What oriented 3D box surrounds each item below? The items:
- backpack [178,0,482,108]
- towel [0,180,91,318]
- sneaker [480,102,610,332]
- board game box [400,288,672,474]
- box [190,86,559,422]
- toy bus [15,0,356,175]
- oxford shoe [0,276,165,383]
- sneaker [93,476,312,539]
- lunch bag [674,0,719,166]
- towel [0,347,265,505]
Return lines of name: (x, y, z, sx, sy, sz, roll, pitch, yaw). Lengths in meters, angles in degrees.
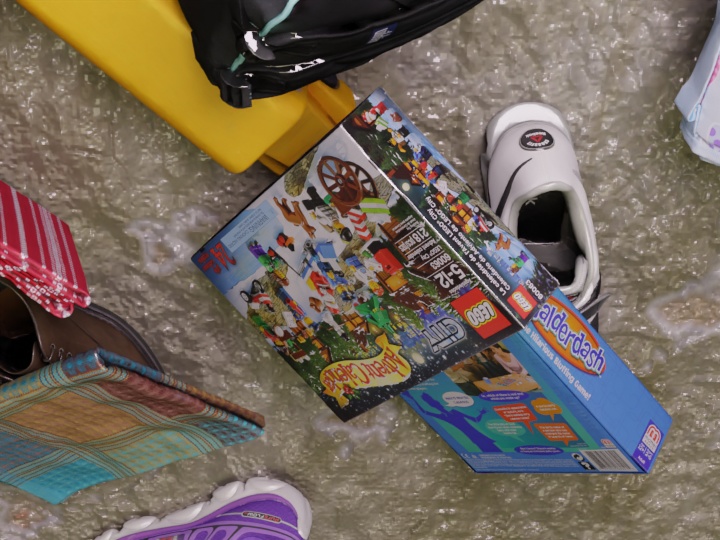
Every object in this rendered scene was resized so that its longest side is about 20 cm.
backpack: (0.008, -0.184, 0.718, 0.199, 0.176, 0.154, -20, 84, -15)
towel: (-0.239, -0.050, 0.818, 0.200, 0.145, 0.023, 34, 97, -24)
sneaker: (0.111, 0.006, 0.918, 0.074, 0.089, 0.201, -13, 127, 3)
board game box: (0.070, 0.047, 0.912, 0.152, 0.045, 0.200, -8, 133, 50)
box: (0.000, 0.000, 0.827, 0.137, 0.038, 0.200, 47, 146, -5)
toy bus: (-0.091, -0.121, 0.816, 0.065, 0.078, 0.200, -40, 119, 22)
oxford shoe: (-0.194, 0.052, 0.929, 0.073, 0.085, 0.200, -37, 122, 18)
sneaker: (-0.124, 0.212, 1.047, 0.200, 0.084, 0.081, -29, 122, 17)
lunch bag: (0.281, -0.125, 0.800, 0.199, 0.127, 0.170, 2, 131, -14)
towel: (-0.178, 0.101, 0.936, 0.200, 0.022, 0.146, -21, 147, 35)
